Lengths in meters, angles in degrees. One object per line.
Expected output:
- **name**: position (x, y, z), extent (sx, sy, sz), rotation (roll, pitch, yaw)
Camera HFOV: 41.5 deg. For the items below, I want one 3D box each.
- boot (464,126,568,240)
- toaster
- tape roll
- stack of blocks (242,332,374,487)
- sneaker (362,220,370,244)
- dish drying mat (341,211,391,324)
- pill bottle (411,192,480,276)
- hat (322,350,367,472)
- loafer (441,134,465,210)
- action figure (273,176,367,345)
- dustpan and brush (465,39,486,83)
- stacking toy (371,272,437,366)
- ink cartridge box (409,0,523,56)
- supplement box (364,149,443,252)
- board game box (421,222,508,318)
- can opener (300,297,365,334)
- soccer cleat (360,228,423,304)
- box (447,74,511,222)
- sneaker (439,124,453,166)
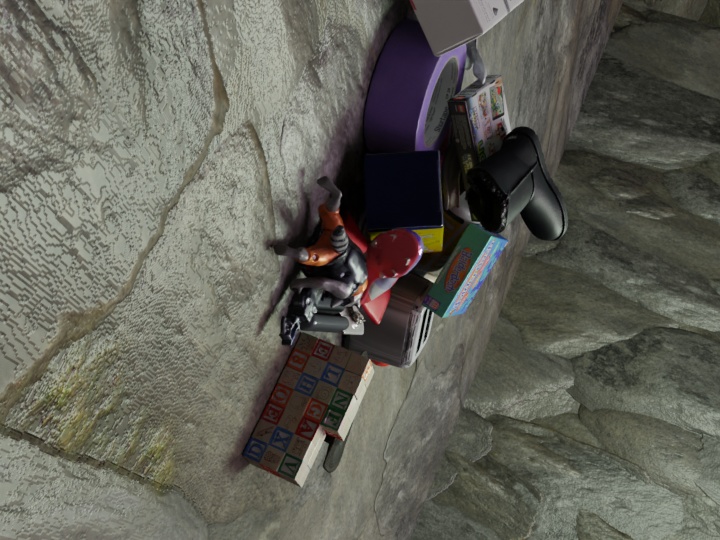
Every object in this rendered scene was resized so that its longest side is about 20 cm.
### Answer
- **boot**: position (0.236, -0.099, 1.452), extent (0.168, 0.076, 0.202), rotation (-44, 121, -40)
- **toaster**: position (0.053, 0.070, 1.614), extent (0.114, 0.128, 0.202), rotation (-50, 155, -51)
- **tape roll**: position (0.082, -0.260, 1.401), extent (0.200, 0.084, 0.202), rotation (19, 90, -74)
- **stack of blocks**: position (-0.073, 0.206, 1.378), extent (0.059, 0.114, 0.202), rotation (74, 39, -64)
- **sneaker**: position (0.060, -0.089, 1.554), extent (0.080, 0.071, 0.202), rotation (64, 47, -66)
- **dish drying mat**: position (0.000, 0.000, 1.454), extent (0.077, 0.018, 0.201), rotation (-65, 146, -26)
- **pill bottle**: position (0.126, -0.072, 1.632), extent (0.200, 0.112, 0.113), rotation (-49, 179, 37)
- **hat**: position (-0.052, 0.217, 1.533), extent (0.201, 0.080, 0.203), rotation (16, 90, -82)
- **loafer**: position (0.174, -0.181, 1.522), extent (0.073, 0.070, 0.202), rotation (87, 19, -58)
- **action figure**: position (-0.044, 0.003, 1.254), extent (0.194, 0.103, 0.202), rotation (57, 47, -55)
- **dustpan and brush**: position (0.168, -0.356, 1.492), extent (0.201, 0.056, 0.141), rotation (-85, 180, -45)
- **stacking toy**: position (0.073, 0.090, 1.807), extent (0.202, 0.085, 0.085), rotation (-68, 164, 5)
- **ink cartridge box**: position (0.137, -0.400, 1.303), extent (0.148, 0.082, 0.200), rotation (62, 35, -14)
- **supplement box**: position (0.066, -0.094, 1.394), extent (0.200, 0.108, 0.110), rotation (66, 22, -80)
- **board game box**: position (0.177, 0.001, 1.576), extent (0.153, 0.045, 0.200), rotation (-59, 165, 9)
- **can opener**: position (-0.047, 0.071, 1.399), extent (0.200, 0.066, 0.053), rotation (14, 59, -68)
- **soccer cleat**: position (0.038, -0.010, 1.343), extent (0.076, 0.067, 0.200), rotation (-24, 168, -38)
- **box**: position (0.196, -0.189, 1.478), extent (0.110, 0.034, 0.202), rotation (-38, 124, -40)
- **sneaker**: position (0.128, -0.249, 1.571), extent (0.088, 0.080, 0.202), rotation (-57, 165, -52)
